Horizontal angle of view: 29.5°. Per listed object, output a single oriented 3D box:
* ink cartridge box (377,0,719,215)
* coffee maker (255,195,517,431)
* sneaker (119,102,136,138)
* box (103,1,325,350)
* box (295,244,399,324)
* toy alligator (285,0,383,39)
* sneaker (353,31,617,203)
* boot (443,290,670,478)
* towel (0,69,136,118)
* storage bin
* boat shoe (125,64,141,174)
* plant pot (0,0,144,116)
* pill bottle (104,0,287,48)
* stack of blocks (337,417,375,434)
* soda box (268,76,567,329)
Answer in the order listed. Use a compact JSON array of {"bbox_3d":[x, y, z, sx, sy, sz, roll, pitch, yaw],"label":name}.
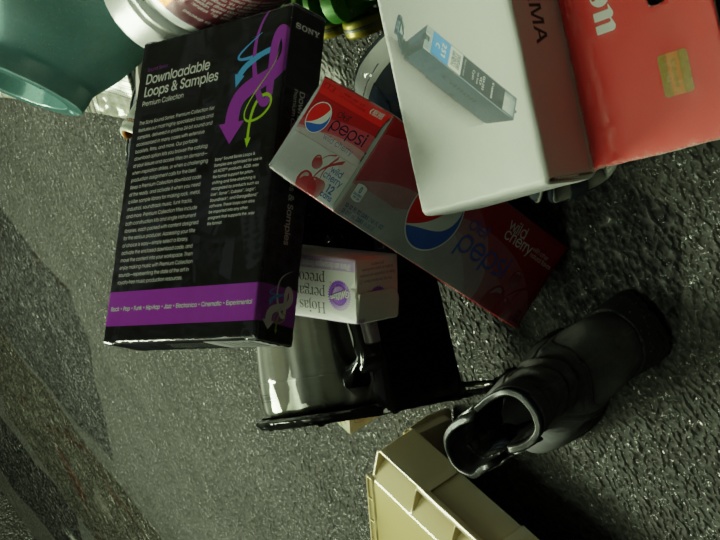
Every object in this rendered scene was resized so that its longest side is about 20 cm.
[{"bbox_3d":[0.082,-0.142,0.671,0.176,0.044,0.202,-13,89,49],"label":"ink cartridge box"},{"bbox_3d":[0.000,0.000,0.957,0.134,0.191,0.202,-12,86,40],"label":"coffee maker"},{"bbox_3d":[-0.141,-0.139,1.069,0.073,0.084,0.202,10,98,52],"label":"sneaker"},{"bbox_3d":[-0.090,-0.053,0.837,0.142,0.036,0.202,-4,77,43],"label":"box"},{"bbox_3d":[-0.064,0.002,0.858,0.199,0.041,0.039,6,101,40],"label":"box"},{"bbox_3d":[-0.039,-0.186,0.935,0.199,0.054,0.060,14,128,56],"label":"toy alligator"},{"bbox_3d":[0.074,-0.092,0.802,0.147,0.077,0.202,60,153,7],"label":"sneaker"},{"bbox_3d":[0.102,0.089,0.874,0.070,0.131,0.200,51,153,16],"label":"boot"},{"bbox_3d":[-0.272,-0.217,1.236,0.198,0.035,0.193,11,136,12],"label":"towel"},{"bbox_3d":[0.103,0.241,1.075,0.200,0.093,0.200,39,146,38],"label":"storage bin"},{"bbox_3d":[-0.167,-0.093,1.183,0.093,0.074,0.202,115,157,-65],"label":"boat shoe"},{"bbox_3d":[-0.237,-0.197,1.012,0.199,0.135,0.200,20,174,2],"label":"plant pot"},{"bbox_3d":[-0.078,-0.217,0.856,0.199,0.114,0.115,-26,94,49],"label":"pill bottle"},{"bbox_3d":[-0.024,0.024,1.119,0.115,0.058,0.201,41,149,35],"label":"stack of blocks"},{"bbox_3d":[0.040,-0.036,0.817,0.070,0.064,0.200,35,-177,42],"label":"soda box"}]
